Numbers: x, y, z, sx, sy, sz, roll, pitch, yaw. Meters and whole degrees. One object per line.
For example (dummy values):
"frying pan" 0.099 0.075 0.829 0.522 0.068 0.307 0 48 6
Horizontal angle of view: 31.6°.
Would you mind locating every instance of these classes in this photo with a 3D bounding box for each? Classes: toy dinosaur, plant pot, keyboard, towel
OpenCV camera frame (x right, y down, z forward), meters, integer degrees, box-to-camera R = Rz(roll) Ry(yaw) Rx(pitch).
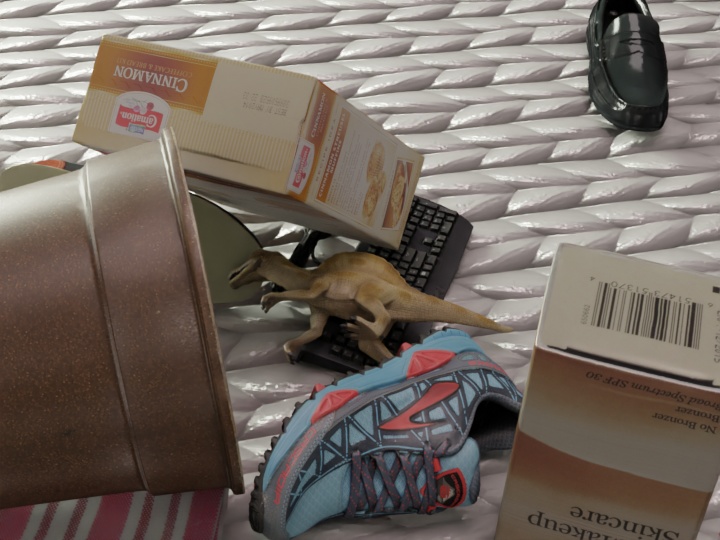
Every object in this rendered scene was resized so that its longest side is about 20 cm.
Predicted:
"toy dinosaur" 0.009 0.023 0.824 0.198 0.058 0.101 13 39 -1
"plant pot" -0.176 0.042 0.675 0.197 0.201 0.201 -12 41 -9
"keyboard" 0.000 0.000 0.907 0.126 0.021 0.200 15 39 11
"towel" -0.179 0.151 0.692 0.198 0.030 0.147 7 38 2

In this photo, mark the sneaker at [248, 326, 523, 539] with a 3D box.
"sneaker" 0.025 0.102 0.737 0.199 0.080 0.095 -30 52 -35

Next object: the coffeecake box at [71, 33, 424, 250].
"coffeecake box" -0.065 -0.080 0.837 0.153 0.074 0.200 15 -3 22

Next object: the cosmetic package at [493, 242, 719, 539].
"cosmetic package" 0.128 0.097 0.657 0.103 0.201 0.087 12 40 10

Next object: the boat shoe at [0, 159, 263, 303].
"boat shoe" -0.157 -0.029 0.892 0.199 0.072 0.063 17 1 5

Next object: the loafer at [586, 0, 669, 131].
"loafer" 0.236 -0.194 1.133 0.068 0.071 0.201 3 39 -1

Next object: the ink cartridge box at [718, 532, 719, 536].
"ink cartridge box" 0.314 0.189 0.685 0.198 0.050 0.163 4 38 -7
